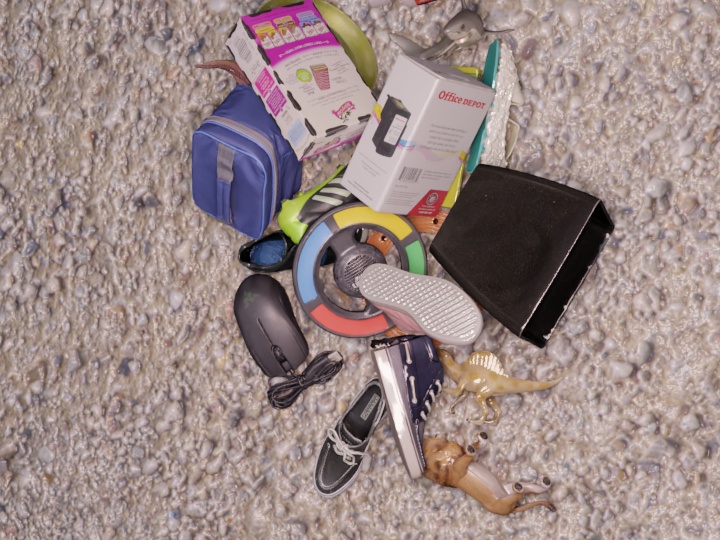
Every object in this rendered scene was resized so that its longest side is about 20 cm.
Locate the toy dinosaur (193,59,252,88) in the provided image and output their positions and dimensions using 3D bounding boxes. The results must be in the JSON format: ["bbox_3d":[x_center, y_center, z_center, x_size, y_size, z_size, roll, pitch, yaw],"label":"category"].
[{"bbox_3d":[-0.139,-0.269,1.621,0.086,0.198,0.137,-51,36,34],"label":"toy dinosaur"}]

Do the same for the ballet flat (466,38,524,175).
[{"bbox_3d":[0.198,-0.224,1.578,0.071,0.072,0.203,12,95,15],"label":"ballet flat"}]

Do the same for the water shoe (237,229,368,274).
[{"bbox_3d":[-0.084,-0.035,1.639,0.198,0.079,0.072,-18,85,15],"label":"water shoe"}]

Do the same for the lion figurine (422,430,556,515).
[{"bbox_3d":[0.171,0.299,1.570,0.200,0.072,0.123,41,134,6],"label":"lion figurine"}]

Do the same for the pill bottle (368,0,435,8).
[{"bbox_3d":[0.101,-0.439,1.572,0.197,0.111,0.113,-13,86,15],"label":"pill bottle"}]

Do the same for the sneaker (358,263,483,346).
[{"bbox_3d":[0.097,0.056,1.506,0.199,0.105,0.076,24,79,36],"label":"sneaker"}]

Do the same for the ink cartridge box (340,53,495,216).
[{"bbox_3d":[0.081,-0.183,1.529,0.083,0.145,0.202,38,112,33],"label":"ink cartridge box"}]

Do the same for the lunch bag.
[{"bbox_3d":[-0.169,-0.145,1.601,0.135,0.201,0.133,28,53,15],"label":"lunch bag"}]

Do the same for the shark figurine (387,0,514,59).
[{"bbox_3d":[0.127,-0.346,1.557,0.127,0.214,0.091,-18,94,-19],"label":"shark figurine"}]

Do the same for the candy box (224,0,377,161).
[{"bbox_3d":[-0.076,-0.262,1.517,0.201,0.135,0.061,57,141,11],"label":"candy box"}]

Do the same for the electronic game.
[{"bbox_3d":[0.000,0.000,1.575,0.197,0.042,0.203,-4,107,-12],"label":"electronic game"}]

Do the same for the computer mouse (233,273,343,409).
[{"bbox_3d":[-0.127,0.096,1.664,0.138,0.053,0.201,-33,82,14],"label":"computer mouse"}]

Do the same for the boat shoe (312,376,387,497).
[{"bbox_3d":[-0.014,0.248,1.624,0.073,0.068,0.200,37,99,13],"label":"boat shoe"}]

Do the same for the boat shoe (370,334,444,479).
[{"bbox_3d":[0.082,0.184,1.561,0.091,0.075,0.203,-15,89,-7],"label":"boat shoe"}]

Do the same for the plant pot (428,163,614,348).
[{"bbox_3d":[0.209,-0.031,1.499,0.176,0.199,0.202,31,92,20],"label":"plant pot"}]

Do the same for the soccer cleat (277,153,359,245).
[{"bbox_3d":[-0.027,-0.105,1.608,0.199,0.068,0.081,-34,78,-12],"label":"soccer cleat"}]

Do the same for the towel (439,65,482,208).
[{"bbox_3d":[0.124,-0.194,1.604,0.085,0.018,0.203,12,94,40],"label":"towel"}]

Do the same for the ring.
[{"bbox_3d":[0.092,0.010,1.622,0.197,0.019,0.204,0,91,15],"label":"ring"}]

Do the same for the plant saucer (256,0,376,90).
[{"bbox_3d":[-0.071,-0.309,1.604,0.201,0.199,0.031,55,142,9],"label":"plant saucer"}]

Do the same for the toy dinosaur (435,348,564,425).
[{"bbox_3d":[0.181,0.167,1.577,0.197,0.058,0.103,14,92,15],"label":"toy dinosaur"}]
